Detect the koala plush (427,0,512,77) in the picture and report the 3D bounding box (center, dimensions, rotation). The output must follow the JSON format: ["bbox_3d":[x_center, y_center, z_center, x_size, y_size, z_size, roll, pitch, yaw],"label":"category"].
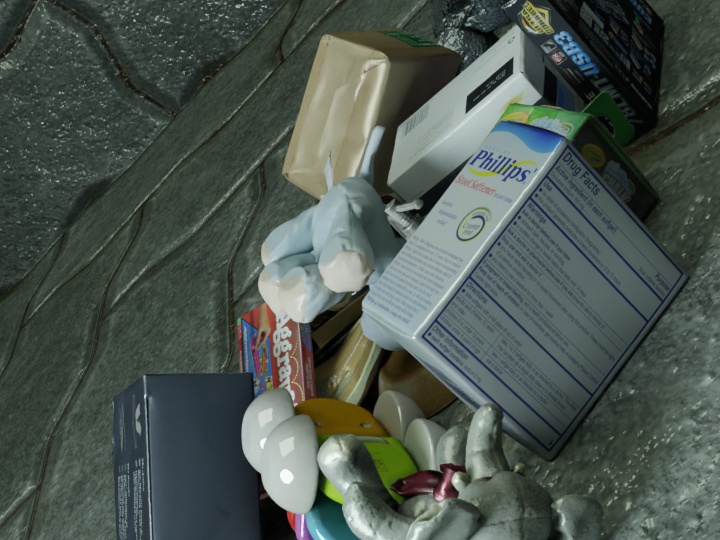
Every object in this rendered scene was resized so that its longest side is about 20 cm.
[{"bbox_3d":[0.142,-0.297,1.642,0.176,0.182,0.203,7,78,51],"label":"koala plush"}]

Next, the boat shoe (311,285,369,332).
[{"bbox_3d":[-0.052,0.051,1.565,0.199,0.074,0.061,-33,20,20],"label":"boat shoe"}]

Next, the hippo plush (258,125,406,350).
[{"bbox_3d":[0.000,0.000,1.298,0.158,0.160,0.202,-25,38,38],"label":"hippo plush"}]

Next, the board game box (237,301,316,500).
[{"bbox_3d":[-0.086,0.126,1.315,0.102,0.019,0.203,-29,56,38],"label":"board game box"}]

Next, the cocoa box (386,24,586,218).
[{"bbox_3d":[0.146,-0.140,1.383,0.199,0.131,0.134,-38,22,29],"label":"cocoa box"}]

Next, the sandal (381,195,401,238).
[{"bbox_3d":[0.037,-0.059,1.587,0.054,0.083,0.200,-25,15,2],"label":"sandal"}]

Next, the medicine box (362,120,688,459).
[{"bbox_3d":[0.136,0.015,1.042,0.201,0.182,0.103,-52,29,-6],"label":"medicine box"}]

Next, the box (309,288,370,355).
[{"bbox_3d":[-0.060,0.093,1.443,0.163,0.021,0.200,-43,-4,28],"label":"box"}]

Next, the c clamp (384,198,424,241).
[{"bbox_3d":[0.089,0.003,1.146,0.027,0.200,0.171,-50,16,-5],"label":"c clamp"}]

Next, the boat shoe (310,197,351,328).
[{"bbox_3d":[-0.043,-0.020,1.505,0.068,0.071,0.202,-51,22,43],"label":"boat shoe"}]

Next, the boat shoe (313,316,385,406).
[{"bbox_3d":[-0.041,0.131,1.329,0.202,0.075,0.072,-64,8,-7],"label":"boat shoe"}]

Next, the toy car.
[{"bbox_3d":[-0.014,0.193,1.143,0.200,0.172,0.152,-147,63,-69],"label":"toy car"}]

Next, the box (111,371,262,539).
[{"bbox_3d":[-0.182,0.216,1.309,0.200,0.116,0.200,149,118,-67],"label":"box"}]

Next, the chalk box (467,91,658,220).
[{"bbox_3d":[0.178,-0.072,1.183,0.201,0.124,0.123,-53,31,-10],"label":"chalk box"}]

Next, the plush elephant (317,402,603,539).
[{"bbox_3d":[0.081,0.175,0.939,0.155,0.163,0.202,-49,44,43],"label":"plush elephant"}]

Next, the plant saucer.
[{"bbox_3d":[0.079,0.065,1.307,0.200,0.035,0.201,-43,21,21],"label":"plant saucer"}]

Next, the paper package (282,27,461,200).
[{"bbox_3d":[0.016,-0.191,1.542,0.199,0.103,0.193,-19,-48,-58],"label":"paper package"}]

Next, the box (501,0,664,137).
[{"bbox_3d":[0.235,-0.263,1.313,0.049,0.200,0.200,-31,27,34],"label":"box"}]
